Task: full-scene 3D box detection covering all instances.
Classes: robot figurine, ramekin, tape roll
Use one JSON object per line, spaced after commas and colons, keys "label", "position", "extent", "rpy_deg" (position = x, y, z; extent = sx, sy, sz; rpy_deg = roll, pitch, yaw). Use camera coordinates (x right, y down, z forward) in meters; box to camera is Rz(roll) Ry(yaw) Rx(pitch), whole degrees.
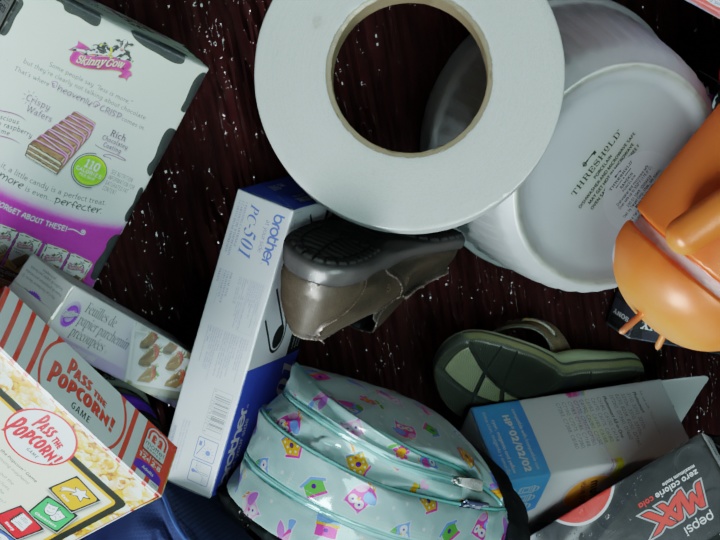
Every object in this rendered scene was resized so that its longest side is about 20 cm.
{"label": "robot figurine", "position": [0.242, -0.032, 1.460], "extent": [0.116, 0.144, 0.200], "rpy_deg": [35, 100, -18]}
{"label": "ramekin", "position": [0.150, -0.081, 1.529], "extent": [0.199, 0.105, 0.202], "rpy_deg": [-10, 114, -22]}
{"label": "tape roll", "position": [0.030, -0.124, 1.430], "extent": [0.201, 0.037, 0.204], "rpy_deg": [0, 87, 2]}

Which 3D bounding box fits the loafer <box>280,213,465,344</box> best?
{"label": "loafer", "position": [0.000, 0.000, 1.474], "extent": [0.200, 0.073, 0.071], "rpy_deg": [-16, 129, -58]}

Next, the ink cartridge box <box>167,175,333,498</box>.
{"label": "ink cartridge box", "position": [-0.072, 0.042, 1.478], "extent": [0.094, 0.044, 0.201], "rpy_deg": [-21, 130, -68]}

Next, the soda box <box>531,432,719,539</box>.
{"label": "soda box", "position": [0.179, 0.191, 1.566], "extent": [0.199, 0.071, 0.063], "rpy_deg": [-34, 163, 16]}

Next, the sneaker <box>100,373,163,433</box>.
{"label": "sneaker", "position": [-0.218, 0.112, 1.433], "extent": [0.199, 0.100, 0.070], "rpy_deg": [-6, 113, -20]}

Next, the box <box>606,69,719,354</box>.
{"label": "box", "position": [0.277, -0.035, 1.651], "extent": [0.142, 0.036, 0.201], "rpy_deg": [10, 107, -29]}

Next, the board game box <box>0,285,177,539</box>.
{"label": "board game box", "position": [-0.234, 0.113, 1.356], "extent": [0.199, 0.046, 0.152], "rpy_deg": [-28, 118, 31]}

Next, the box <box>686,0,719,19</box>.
{"label": "box", "position": [0.225, -0.222, 1.441], "extent": [0.103, 0.199, 0.095], "rpy_deg": [-62, 154, 8]}

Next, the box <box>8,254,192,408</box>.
{"label": "box", "position": [-0.158, 0.041, 1.413], "extent": [0.039, 0.041, 0.200], "rpy_deg": [-56, 155, -2]}

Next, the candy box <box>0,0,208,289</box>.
{"label": "candy box", "position": [-0.202, -0.073, 1.387], "extent": [0.136, 0.061, 0.201], "rpy_deg": [25, 100, -33]}

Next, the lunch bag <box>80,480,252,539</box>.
{"label": "lunch bag", "position": [-0.107, 0.234, 1.516], "extent": [0.200, 0.136, 0.132], "rpy_deg": [36, 102, -30]}

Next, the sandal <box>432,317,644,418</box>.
{"label": "sandal", "position": [0.121, 0.068, 1.610], "extent": [0.200, 0.058, 0.080], "rpy_deg": [9, 138, -46]}

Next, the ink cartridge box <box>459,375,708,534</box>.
{"label": "ink cartridge box", "position": [0.162, 0.144, 1.627], "extent": [0.199, 0.068, 0.115], "rpy_deg": [-7, 144, -23]}

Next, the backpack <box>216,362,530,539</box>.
{"label": "backpack", "position": [0.003, 0.142, 1.482], "extent": [0.199, 0.166, 0.127], "rpy_deg": [20, 93, -46]}
